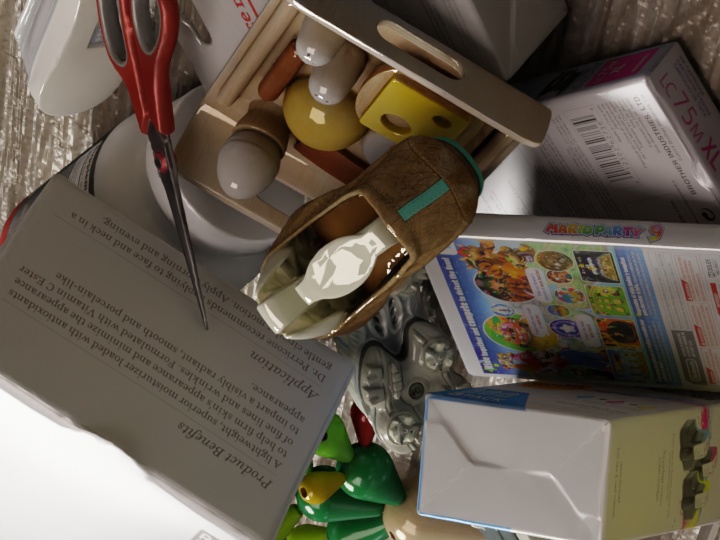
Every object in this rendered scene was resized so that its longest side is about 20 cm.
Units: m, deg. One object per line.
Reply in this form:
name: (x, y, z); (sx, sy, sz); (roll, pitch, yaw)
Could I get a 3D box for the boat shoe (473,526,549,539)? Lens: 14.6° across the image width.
boat shoe: (0.084, 0.140, 1.581); (0.062, 0.073, 0.200); (-8, 142, 22)

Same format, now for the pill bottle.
pill bottle: (-0.116, -0.026, 1.588); (0.116, 0.116, 0.200); (48, 142, -9)

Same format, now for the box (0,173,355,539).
box: (-0.143, 0.085, 1.532); (0.199, 0.131, 0.200); (33, 145, -8)

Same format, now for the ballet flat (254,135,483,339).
ballet flat: (-0.010, -0.003, 1.377); (0.068, 0.072, 0.200); (51, 146, -3)

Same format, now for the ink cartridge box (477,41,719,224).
ink cartridge box: (0.108, -0.043, 1.441); (0.200, 0.042, 0.119); (-13, 118, 44)

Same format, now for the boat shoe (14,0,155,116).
boat shoe: (-0.136, -0.172, 1.506); (0.069, 0.072, 0.200); (59, 143, 28)

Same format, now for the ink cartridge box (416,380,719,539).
ink cartridge box: (0.134, 0.095, 1.479); (0.115, 0.200, 0.068); (7, 96, 36)

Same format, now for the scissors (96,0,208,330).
scissors: (-0.106, -0.070, 1.458); (0.073, 0.014, 0.200); (21, 124, 51)

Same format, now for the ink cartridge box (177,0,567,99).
ink cartridge box: (-0.010, -0.153, 1.410); (0.200, 0.068, 0.116); (-1, 127, 40)

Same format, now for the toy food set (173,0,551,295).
toy food set: (-0.005, -0.063, 1.396); (0.143, 0.060, 0.200); (30, 152, -7)

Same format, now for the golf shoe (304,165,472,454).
golf shoe: (0.000, 0.000, 1.550); (0.097, 0.078, 0.200); (-146, 43, -63)

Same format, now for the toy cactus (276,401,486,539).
toy cactus: (0.001, 0.133, 1.676); (0.165, 0.102, 0.200); (12, 142, 0)

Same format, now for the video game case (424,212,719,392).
video game case: (0.137, 0.018, 1.416); (0.200, 0.018, 0.143); (3, 150, 18)
